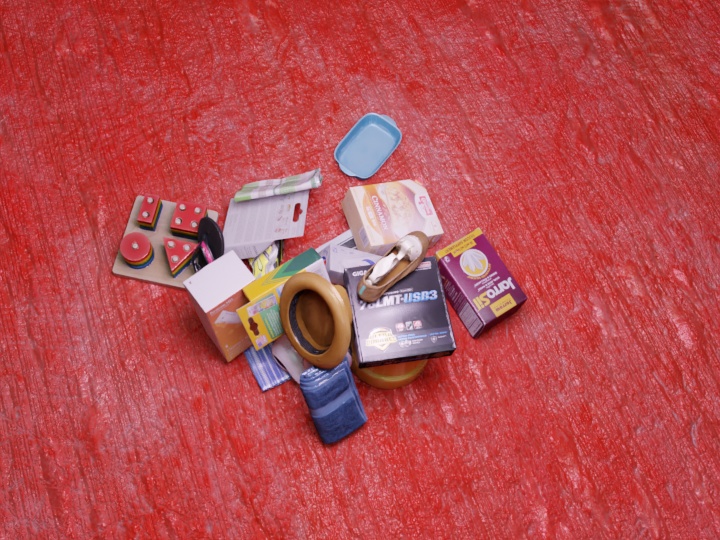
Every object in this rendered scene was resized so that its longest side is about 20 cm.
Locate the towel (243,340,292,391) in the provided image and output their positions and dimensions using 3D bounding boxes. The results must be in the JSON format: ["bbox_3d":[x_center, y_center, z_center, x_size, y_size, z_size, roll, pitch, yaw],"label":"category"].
[{"bbox_3d":[-0.158,0.163,1.595,0.197,0.024,0.146,-25,71,-15],"label":"towel"}]

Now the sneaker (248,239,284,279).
[{"bbox_3d":[-0.217,-0.040,1.647,0.075,0.076,0.204,2,61,6],"label":"sneaker"}]

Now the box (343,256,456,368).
[{"bbox_3d":[0.075,0.081,1.435,0.195,0.050,0.202,-6,69,-9],"label":"box"}]

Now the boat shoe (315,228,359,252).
[{"bbox_3d":[-0.060,-0.024,1.655,0.199,0.072,0.071,-38,71,-20],"label":"boat shoe"}]

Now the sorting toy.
[{"bbox_3d":[-0.445,-0.073,1.639,0.196,0.070,0.203,11,67,-1],"label":"sorting toy"}]

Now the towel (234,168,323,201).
[{"bbox_3d":[-0.186,-0.199,1.665,0.196,0.149,0.031,-9,104,2],"label":"towel"}]

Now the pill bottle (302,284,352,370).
[{"bbox_3d":[-0.075,0.119,1.538,0.104,0.108,0.202,-1,45,-6],"label":"pill bottle"}]

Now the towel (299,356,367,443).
[{"bbox_3d":[-0.055,0.265,1.470,0.110,0.203,0.048,-30,42,-18],"label":"towel"}]

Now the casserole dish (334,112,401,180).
[{"bbox_3d":[0.018,-0.305,1.798,0.120,0.039,0.201,35,69,9],"label":"casserole dish"}]

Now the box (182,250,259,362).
[{"bbox_3d":[-0.274,0.078,1.514,0.123,0.202,0.097,-35,58,-18],"label":"box"}]

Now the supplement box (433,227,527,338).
[{"bbox_3d":[0.265,0.029,1.649,0.129,0.104,0.202,-29,73,-17],"label":"supplement box"}]

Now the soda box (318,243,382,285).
[{"bbox_3d":[0.000,0.000,1.610,0.197,0.068,0.065,14,63,-31],"label":"soda box"}]

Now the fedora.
[{"bbox_3d":[-0.072,0.088,1.389,0.201,0.202,0.081,48,44,14],"label":"fedora"}]

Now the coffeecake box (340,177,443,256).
[{"bbox_3d":[0.074,-0.122,1.684,0.196,0.073,0.156,-11,68,-27],"label":"coffeecake box"}]

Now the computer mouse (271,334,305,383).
[{"bbox_3d":[-0.111,0.219,1.545,0.199,0.044,0.110,42,76,1],"label":"computer mouse"}]

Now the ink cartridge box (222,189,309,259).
[{"bbox_3d":[-0.212,-0.106,1.635,0.195,0.058,0.165,-4,47,8],"label":"ink cartridge box"}]

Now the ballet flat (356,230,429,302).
[{"bbox_3d":[0.069,-0.020,1.413,0.199,0.073,0.068,-40,72,-20],"label":"ballet flat"}]

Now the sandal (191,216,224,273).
[{"bbox_3d":[-0.341,-0.015,1.582,0.074,0.045,0.205,10,100,33],"label":"sandal"}]

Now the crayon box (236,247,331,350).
[{"bbox_3d":[-0.154,0.057,1.455,0.198,0.127,0.052,-31,44,-13],"label":"crayon box"}]

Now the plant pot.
[{"bbox_3d":[0.067,0.131,1.542,0.196,0.190,0.205,2,67,-6],"label":"plant pot"}]
